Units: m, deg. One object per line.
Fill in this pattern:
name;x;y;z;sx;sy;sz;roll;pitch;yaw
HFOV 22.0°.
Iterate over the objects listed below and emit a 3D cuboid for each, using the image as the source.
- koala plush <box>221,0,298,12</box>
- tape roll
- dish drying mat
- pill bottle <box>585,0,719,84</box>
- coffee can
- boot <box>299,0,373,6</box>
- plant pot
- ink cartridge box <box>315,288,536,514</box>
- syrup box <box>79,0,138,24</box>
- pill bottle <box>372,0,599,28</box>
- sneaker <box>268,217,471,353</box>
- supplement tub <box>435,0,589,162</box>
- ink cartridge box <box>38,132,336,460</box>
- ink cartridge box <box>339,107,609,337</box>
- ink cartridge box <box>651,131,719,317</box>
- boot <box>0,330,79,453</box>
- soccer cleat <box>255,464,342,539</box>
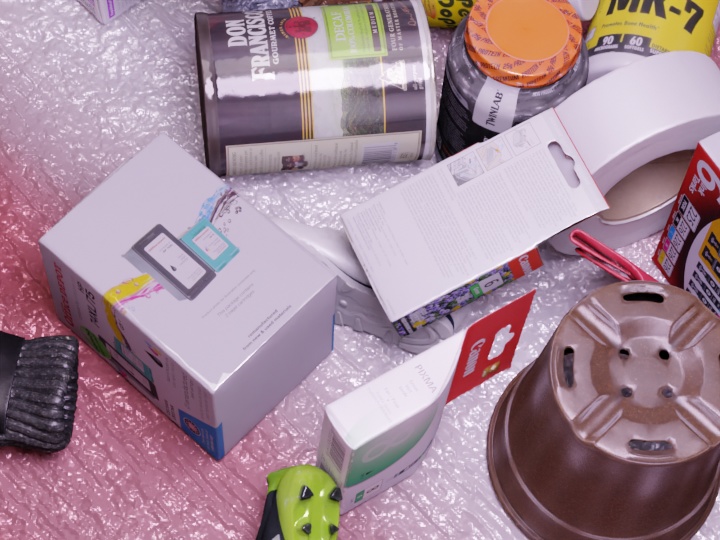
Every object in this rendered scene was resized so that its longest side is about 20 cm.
koala plush;-0.110;-0.305;1.621;0.200;0.177;0.184;-32;99;-54
tape roll;0.233;-0.098;1.585;0.202;0.203;0.071;-21;66;-13
dish drying mat;0.222;0.002;1.542;0.077;0.200;0.018;33;93;18
pill bottle;0.273;-0.232;1.707;0.114;0.114;0.200;17;62;6
coffee can;-0.042;-0.162;1.635;0.199;0.146;0.147;-5;63;-6
boot;-0.028;-0.315;1.756;0.075;0.107;0.200;-24;89;26
plant pot;0.211;0.115;1.467;0.200;0.198;0.201;1;66;-3
ink cartridge box;0.059;0.109;1.489;0.200;0.161;0.050;-26;69;-16
syrup box;-0.197;-0.331;1.753;0.200;0.081;0.079;-39;70;-22
pill bottle;0.116;-0.274;1.695;0.200;0.109;0.109;7;60;22
sneaker;0.000;0.000;1.601;0.200;0.076;0.081;26;56;2
supplement tub;0.131;-0.153;1.608;0.122;0.200;0.123;1;63;-2
ink cartridge box;-0.141;0.021;1.533;0.200;0.147;0.146;39;68;17
ink cartridge box;0.095;-0.040;1.524;0.200;0.050;0.109;-27;66;3
ink cartridge box;0.342;-0.008;1.541;0.084;0.200;0.176;-27;66;-16
boot;-0.312;0.052;1.544;0.157;0.079;0.212;-4;73;3
soccer cleat;-0.057;0.254;1.465;0.067;0.081;0.200;13;79;-30
